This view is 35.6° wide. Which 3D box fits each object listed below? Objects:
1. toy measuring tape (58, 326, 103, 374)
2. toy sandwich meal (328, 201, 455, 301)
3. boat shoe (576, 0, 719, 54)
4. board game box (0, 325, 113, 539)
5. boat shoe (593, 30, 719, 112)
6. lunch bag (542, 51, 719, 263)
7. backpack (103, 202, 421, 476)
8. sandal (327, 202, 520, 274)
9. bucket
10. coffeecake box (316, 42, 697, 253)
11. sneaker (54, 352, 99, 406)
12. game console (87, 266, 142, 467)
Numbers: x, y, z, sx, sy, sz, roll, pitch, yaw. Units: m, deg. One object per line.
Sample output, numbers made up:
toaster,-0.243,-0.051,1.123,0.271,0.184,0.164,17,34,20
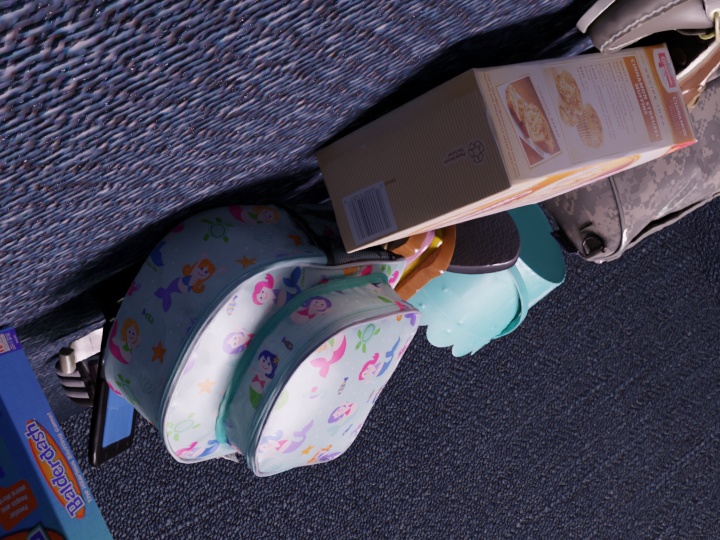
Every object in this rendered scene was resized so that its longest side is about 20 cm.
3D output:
toy measuring tape,-0.180,0.057,1.047,0.199,0.074,0.073,-27,178,-38
toy sandwich meal,0.000,0.000,0.948,0.206,0.070,0.206,-52,-160,27
boat shoe,0.230,-0.180,0.692,0.200,0.061,0.072,-28,178,-7
board game box,-0.264,0.163,0.789,0.151,0.202,0.045,-29,178,25
boat shoe,0.210,-0.139,0.817,0.073,0.077,0.200,8,147,-35
lunch bag,0.248,-0.116,1.026,0.198,0.169,0.139,-26,177,-27
backpack,-0.069,0.048,0.772,0.199,0.150,0.179,4,122,-49
sandal,0.054,-0.034,1.039,0.198,0.077,0.043,7,157,21
bucket,0.114,-0.026,1.193,0.134,0.208,0.207,-36,175,25
coffeecake box,0.097,-0.081,0.736,0.199,0.074,0.153,-16,177,-41
sneaker,-0.208,0.087,1.145,0.198,0.077,0.116,4,-151,30
game console,-0.149,0.059,0.907,0.174,0.117,0.200,-27,178,-6
